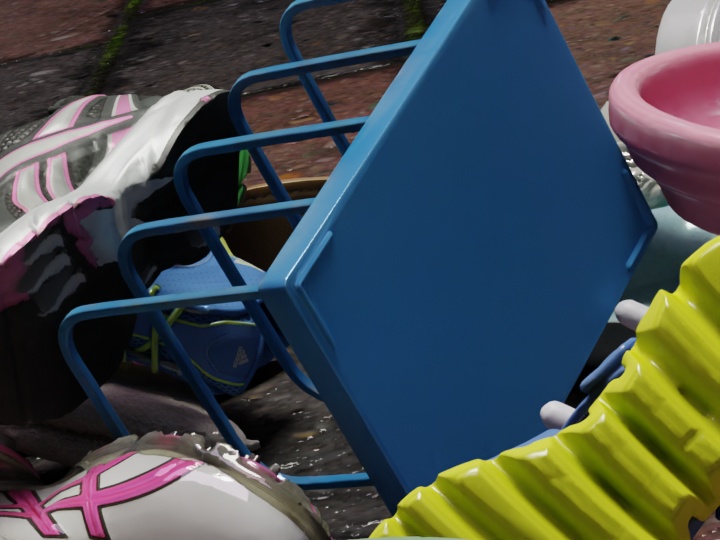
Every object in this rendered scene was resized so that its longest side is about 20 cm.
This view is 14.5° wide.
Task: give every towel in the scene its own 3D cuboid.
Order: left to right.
[{"bbox_3d":[-0.146,0.046,1.154,0.199,0.035,0.133,13,6,-17],"label":"towel"}]

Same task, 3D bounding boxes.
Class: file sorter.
[{"bbox_3d":[0.000,0.000,1.048,0.122,0.139,0.200,-8,35,37],"label":"file sorter"}]

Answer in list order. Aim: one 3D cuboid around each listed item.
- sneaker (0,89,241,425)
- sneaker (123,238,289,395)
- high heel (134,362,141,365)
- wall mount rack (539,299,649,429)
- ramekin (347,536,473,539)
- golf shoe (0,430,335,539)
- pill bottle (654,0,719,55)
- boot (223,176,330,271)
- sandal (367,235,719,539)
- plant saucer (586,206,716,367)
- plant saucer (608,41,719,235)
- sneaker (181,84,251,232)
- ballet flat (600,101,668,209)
[{"bbox_3d":[-0.122,-0.009,1.058,0.086,0.081,0.200,9,27,24],"label":"sneaker"},{"bbox_3d":[-0.096,0.004,1.157,0.105,0.076,0.200,25,12,33],"label":"sneaker"},{"bbox_3d":[-0.128,0.022,1.266,0.199,0.097,0.067,-18,15,-23],"label":"high heel"},{"bbox_3d":[0.167,0.041,0.995,0.173,0.075,0.200,-16,10,22],"label":"wall mount rack"},{"bbox_3d":[-0.024,0.147,0.687,0.199,0.098,0.200,-12,14,3],"label":"ramekin"},{"bbox_3d":[-0.102,0.108,1.000,0.199,0.073,0.092,-2,46,31],"label":"golf shoe"},{"bbox_3d":[0.252,-0.101,1.382,0.199,0.120,0.120,-4,16,32],"label":"pill bottle"},{"bbox_3d":[-0.080,-0.020,1.420,0.199,0.074,0.155,-15,19,1],"label":"boot"},{"bbox_3d":[0.075,0.074,0.887,0.200,0.080,0.087,-38,-11,-6],"label":"sandal"},{"bbox_3d":[0.143,0.007,1.219,0.200,0.039,0.201,-11,14,3],"label":"plant saucer"},{"bbox_3d":[0.197,-0.048,1.109,0.199,0.051,0.201,-1,17,0],"label":"plant saucer"},{"bbox_3d":[-0.136,-0.019,1.305,0.200,0.085,0.078,-39,47,-4],"label":"sneaker"},{"bbox_3d":[0.152,-0.058,1.251,0.199,0.072,0.072,-6,15,22],"label":"ballet flat"}]
